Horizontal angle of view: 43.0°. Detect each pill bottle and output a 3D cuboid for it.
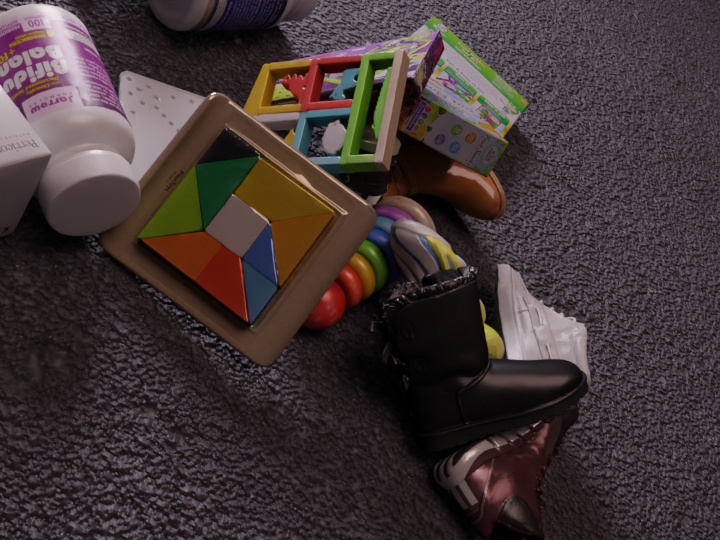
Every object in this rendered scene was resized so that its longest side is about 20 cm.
[{"bbox_3d":[-0.269,-0.133,0.822,0.112,0.112,0.200,-5,55,-41],"label":"pill bottle"},{"bbox_3d":[-0.150,-0.350,1.108,0.200,0.116,0.116,-16,67,-45],"label":"pill bottle"}]

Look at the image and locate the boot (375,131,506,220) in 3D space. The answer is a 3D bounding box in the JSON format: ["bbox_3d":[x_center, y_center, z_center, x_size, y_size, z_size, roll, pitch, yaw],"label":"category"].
[{"bbox_3d":[0.070,-0.109,1.117,0.200,0.074,0.155,39,38,14],"label":"boot"}]

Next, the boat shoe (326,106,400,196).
[{"bbox_3d":[-0.006,-0.146,1.018,0.073,0.063,0.202,7,27,-17],"label":"boat shoe"}]

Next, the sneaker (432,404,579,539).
[{"bbox_3d":[0.170,0.211,0.931,0.200,0.076,0.116,-20,74,-35],"label":"sneaker"}]

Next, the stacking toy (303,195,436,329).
[{"bbox_3d":[0.000,0.000,0.967,0.085,0.085,0.200,45,47,2],"label":"stacking toy"}]

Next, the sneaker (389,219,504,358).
[{"bbox_3d":[0.072,0.048,0.943,0.105,0.076,0.200,-44,111,-23],"label":"sneaker"}]

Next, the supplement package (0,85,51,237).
[{"bbox_3d":[-0.366,-0.120,0.735,0.200,0.117,0.117,51,39,8],"label":"supplement package"}]

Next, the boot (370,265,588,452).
[{"bbox_3d":[0.115,0.075,0.896,0.198,0.073,0.163,-18,101,-5],"label":"boot"}]

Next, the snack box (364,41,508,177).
[{"bbox_3d":[0.076,-0.196,1.091,0.142,0.053,0.200,22,21,-24],"label":"snack box"}]

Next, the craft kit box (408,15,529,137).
[{"bbox_3d":[0.133,-0.259,1.315,0.200,0.049,0.198,43,43,-1],"label":"craft kit box"}]

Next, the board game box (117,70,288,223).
[{"bbox_3d":[-0.162,-0.103,0.956,0.199,0.026,0.201,15,48,-29],"label":"board game box"}]

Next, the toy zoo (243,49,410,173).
[{"bbox_3d":[-0.053,-0.161,0.949,0.020,0.199,0.132,43,53,-56],"label":"toy zoo"}]

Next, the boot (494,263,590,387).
[{"bbox_3d":[0.204,0.067,1.033,0.095,0.074,0.200,-2,42,2],"label":"boot"}]

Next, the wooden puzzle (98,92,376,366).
[{"bbox_3d":[-0.111,-0.039,0.848,0.200,0.037,0.185,37,81,-4],"label":"wooden puzzle"}]

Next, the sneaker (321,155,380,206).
[{"bbox_3d":[-0.041,-0.067,0.972,0.081,0.076,0.200,46,21,-6],"label":"sneaker"}]

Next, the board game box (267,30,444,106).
[{"bbox_3d":[-0.015,-0.214,1.017,0.032,0.199,0.120,65,32,-35],"label":"board game box"}]
